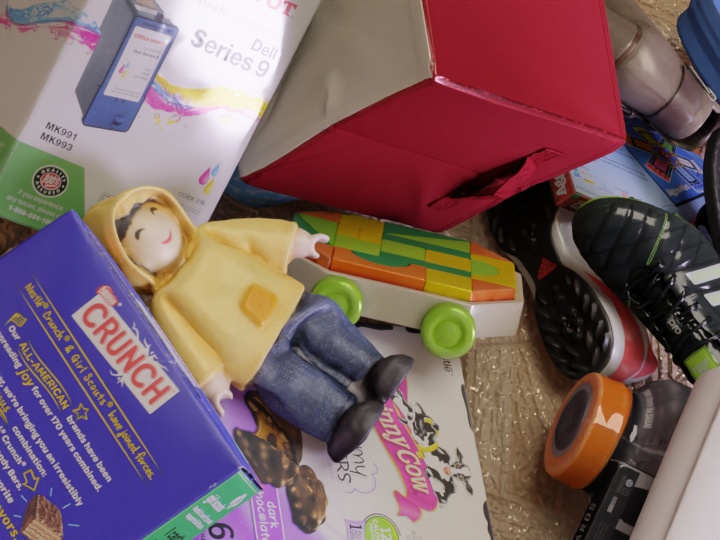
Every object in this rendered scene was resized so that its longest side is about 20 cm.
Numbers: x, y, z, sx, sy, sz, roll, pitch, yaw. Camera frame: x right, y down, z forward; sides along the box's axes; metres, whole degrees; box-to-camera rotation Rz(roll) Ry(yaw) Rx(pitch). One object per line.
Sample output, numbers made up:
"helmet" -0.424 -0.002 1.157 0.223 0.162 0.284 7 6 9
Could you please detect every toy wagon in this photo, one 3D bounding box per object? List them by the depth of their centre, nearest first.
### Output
"toy wagon" 0.000 0.000 1.385 0.199 0.040 0.155 14 15 -1

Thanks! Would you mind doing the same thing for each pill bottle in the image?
"pill bottle" 0.216 0.136 1.425 0.199 0.106 0.107 26 50 -11

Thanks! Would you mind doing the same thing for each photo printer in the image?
"photo printer" 0.231 0.176 1.300 0.166 0.069 0.201 34 56 -7

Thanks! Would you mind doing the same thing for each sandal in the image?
"sandal" 0.253 0.002 1.548 0.075 0.045 0.201 -15 97 -49

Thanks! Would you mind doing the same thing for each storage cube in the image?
"storage cube" 0.033 -0.146 1.405 0.179 0.170 0.201 12 62 -45

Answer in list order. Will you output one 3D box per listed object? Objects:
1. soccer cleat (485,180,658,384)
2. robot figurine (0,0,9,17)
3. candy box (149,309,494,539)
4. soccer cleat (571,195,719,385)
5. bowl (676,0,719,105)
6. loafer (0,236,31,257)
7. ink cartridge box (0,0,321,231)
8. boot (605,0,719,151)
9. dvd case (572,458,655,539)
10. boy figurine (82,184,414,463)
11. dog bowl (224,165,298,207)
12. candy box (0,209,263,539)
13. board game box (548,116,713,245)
"soccer cleat" 0.141 -0.011 1.520 0.073 0.068 0.201 14 48 -47
"robot figurine" -0.171 -0.163 1.407 0.200 0.113 0.170 -32 86 -40
"candy box" -0.031 0.114 1.324 0.199 0.072 0.169 6 56 -26
"soccer cleat" 0.213 0.028 1.452 0.200 0.067 0.081 40 35 -19
"bowl" 0.301 -0.122 1.639 0.200 0.039 0.201 42 22 -21
"loafer" -0.175 0.082 1.270 0.068 0.076 0.201 -18 75 9
"ink cartridge box" -0.134 -0.115 1.312 0.145 0.201 0.087 23 8 -39
"boot" 0.192 -0.145 1.587 0.146 0.070 0.200 43 17 6
"dvd case" 0.207 0.223 1.361 0.199 0.025 0.151 27 86 -12
"boy figurine" -0.066 0.017 1.276 0.200 0.064 0.125 39 68 -3
"dog bowl" -0.058 -0.126 1.472 0.111 0.049 0.201 32 46 -31
"candy box" -0.180 0.097 1.187 0.199 0.077 0.170 -34 76 -2
"board game box" 0.185 -0.067 1.555 0.199 0.019 0.103 19 48 -46
